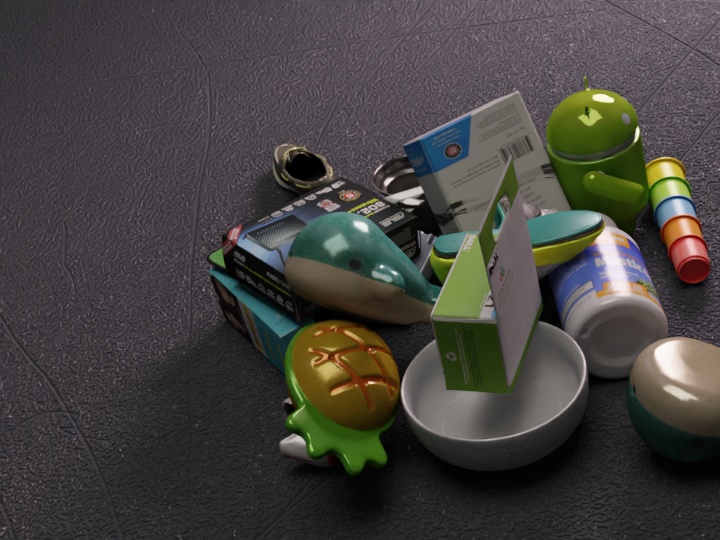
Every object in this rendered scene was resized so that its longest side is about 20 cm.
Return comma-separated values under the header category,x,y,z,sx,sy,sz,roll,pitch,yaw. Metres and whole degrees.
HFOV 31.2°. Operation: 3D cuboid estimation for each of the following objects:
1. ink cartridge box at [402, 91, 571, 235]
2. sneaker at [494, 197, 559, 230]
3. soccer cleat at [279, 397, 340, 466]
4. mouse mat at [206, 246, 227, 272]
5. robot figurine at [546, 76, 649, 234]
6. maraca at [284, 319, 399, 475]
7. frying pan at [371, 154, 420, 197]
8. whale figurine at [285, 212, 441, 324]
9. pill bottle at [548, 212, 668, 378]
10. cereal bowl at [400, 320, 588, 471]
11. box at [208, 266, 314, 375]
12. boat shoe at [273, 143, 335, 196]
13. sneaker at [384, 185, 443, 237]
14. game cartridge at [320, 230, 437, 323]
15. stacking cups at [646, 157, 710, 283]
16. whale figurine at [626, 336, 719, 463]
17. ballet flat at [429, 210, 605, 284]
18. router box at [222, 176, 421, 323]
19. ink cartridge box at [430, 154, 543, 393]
category,x,y,z,sx,sy,sz,roll,pitch,yaw
ink cartridge box,0.163,-0.097,1.595,0.145,0.201,0.084,-26,6,-14
sneaker,0.160,0.002,1.515,0.091,0.078,0.201,26,70,-1
soccer cleat,-0.045,0.140,1.471,0.084,0.069,0.201,1,42,6
mouse mat,-0.078,-0.017,1.626,0.160,0.008,0.199,-30,40,-32
robot figurine,0.293,-0.134,1.598,0.115,0.201,0.176,-9,34,12
maraca,-0.020,0.130,1.356,0.136,0.107,0.201,22,38,-13
frying pan,0.109,-0.134,1.766,0.188,0.031,0.115,-13,34,-7
whale figurine,0.018,0.001,1.423,0.198,0.105,0.159,17,-5,-16
pill bottle,0.275,0.020,1.469,0.111,0.113,0.201,-12,35,6
cereal bowl,0.147,0.142,1.376,0.198,0.084,0.201,-11,35,8
box,-0.116,0.059,1.602,0.049,0.083,0.200,-29,36,-19
boat shoe,-0.082,-0.147,1.895,0.072,0.061,0.202,-24,35,-12
sneaker,0.082,-0.048,1.682,0.199,0.073,0.113,-26,58,19
game cartridge,0.000,0.000,1.645,0.199,0.041,0.134,13,59,36
stacking cups,0.394,-0.062,1.584,0.060,0.061,0.201,-12,36,6
whale figurine,0.364,0.141,1.300,0.198,0.104,0.160,6,32,-11
ballet flat,0.177,-0.019,1.453,0.198,0.068,0.067,-10,30,2
router box,-0.048,-0.030,1.575,0.199,0.063,0.149,-29,40,-30
ink cartridge box,0.124,0.003,1.330,0.075,0.201,0.148,1,37,23
